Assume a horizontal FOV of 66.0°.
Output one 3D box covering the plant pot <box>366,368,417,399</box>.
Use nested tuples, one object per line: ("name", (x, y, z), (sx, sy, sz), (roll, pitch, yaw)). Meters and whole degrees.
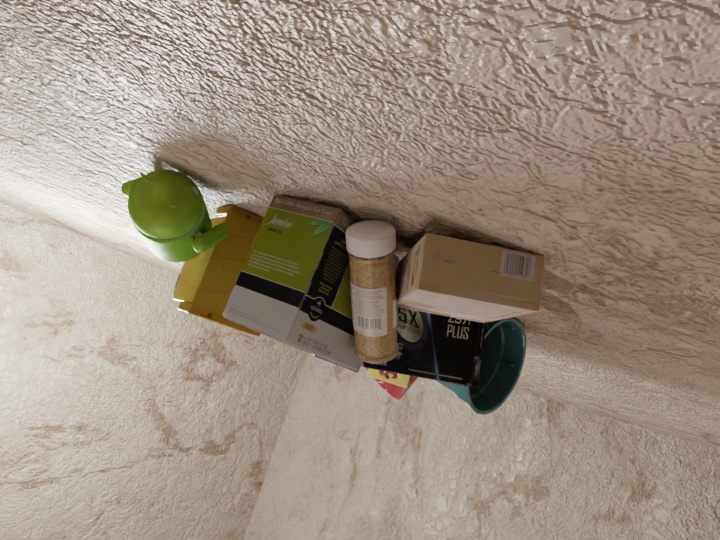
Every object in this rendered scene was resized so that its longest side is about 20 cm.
("plant pot", (0.088, 0.185, 1.373), (0.182, 0.201, 0.200), (41, 173, 10))

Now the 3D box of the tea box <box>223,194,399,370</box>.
("tea box", (-0.065, 0.022, 0.839), (0.133, 0.198, 0.200), (17, 169, 34))

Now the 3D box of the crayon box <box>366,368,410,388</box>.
("crayon box", (0.098, 0.137, 1.127), (0.051, 0.201, 0.127), (30, 165, -37))

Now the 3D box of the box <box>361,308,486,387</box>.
("box", (0.118, 0.110, 0.991), (0.199, 0.165, 0.086), (7, 170, 22))

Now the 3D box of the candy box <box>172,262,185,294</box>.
("candy box", (-0.394, 0.003, 1.405), (0.071, 0.169, 0.200), (17, 169, -2))

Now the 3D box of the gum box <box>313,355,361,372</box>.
("gum box", (-0.020, 0.113, 1.248), (0.113, 0.201, 0.066), (23, -174, -18))

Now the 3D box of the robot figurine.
("robot figurine", (-0.308, -0.086, 0.907), (0.175, 0.116, 0.200), (38, 161, 7))

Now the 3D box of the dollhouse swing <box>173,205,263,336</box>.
("dollhouse swing", (-0.240, 0.003, 1.044), (0.181, 0.201, 0.176), (21, 168, -15))

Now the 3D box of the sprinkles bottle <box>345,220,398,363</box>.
("sprinkles bottle", (0.018, 0.033, 0.782), (0.068, 0.201, 0.068), (-3, -153, 1))

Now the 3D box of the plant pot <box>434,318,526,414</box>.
("plant pot", (0.209, 0.166, 1.164), (0.195, 0.201, 0.200), (21, 174, 45))

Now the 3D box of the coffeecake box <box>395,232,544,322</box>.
("coffeecake box", (0.136, 0.018, 0.761), (0.152, 0.074, 0.200), (10, 170, -4))
